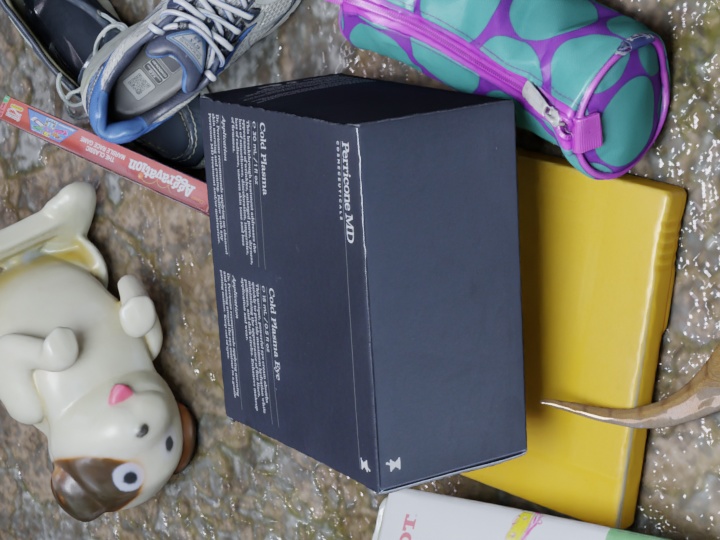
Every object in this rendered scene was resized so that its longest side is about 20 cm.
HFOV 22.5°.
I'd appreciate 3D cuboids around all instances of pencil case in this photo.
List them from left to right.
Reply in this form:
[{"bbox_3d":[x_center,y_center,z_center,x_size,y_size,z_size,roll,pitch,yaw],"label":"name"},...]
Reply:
[{"bbox_3d":[0.077,-0.130,1.020,0.199,0.092,0.086,32,127,32],"label":"pencil case"}]

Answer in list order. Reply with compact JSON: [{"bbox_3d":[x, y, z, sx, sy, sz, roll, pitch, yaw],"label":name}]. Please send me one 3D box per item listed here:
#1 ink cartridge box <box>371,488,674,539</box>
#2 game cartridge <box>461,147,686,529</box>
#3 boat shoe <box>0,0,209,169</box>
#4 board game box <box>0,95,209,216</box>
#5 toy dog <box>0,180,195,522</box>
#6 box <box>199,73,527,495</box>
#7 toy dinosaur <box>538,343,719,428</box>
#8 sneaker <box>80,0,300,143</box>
[{"bbox_3d":[0.097,0.215,1.036,0.198,0.087,0.147,6,77,36],"label":"ink cartridge box"},{"bbox_3d":[0.099,0.032,1.072,0.175,0.032,0.202,18,106,36],"label":"game cartridge"},{"bbox_3d":[-0.173,-0.141,1.239,0.200,0.062,0.075,49,118,20],"label":"boat shoe"},{"bbox_3d":[-0.141,-0.064,1.201,0.199,0.103,0.020,24,88,34],"label":"board game box"},{"bbox_3d":[-0.203,0.076,1.254,0.200,0.139,0.195,50,137,21],"label":"toy dog"},{"bbox_3d":[0.000,0.000,1.028,0.182,0.103,0.202,19,116,57],"label":"box"},{"bbox_3d":[0.205,0.057,0.979,0.200,0.060,0.107,-43,56,23],"label":"toy dinosaur"},{"bbox_3d":[-0.098,-0.149,1.132,0.077,0.085,0.200,40,106,-15],"label":"sneaker"}]
